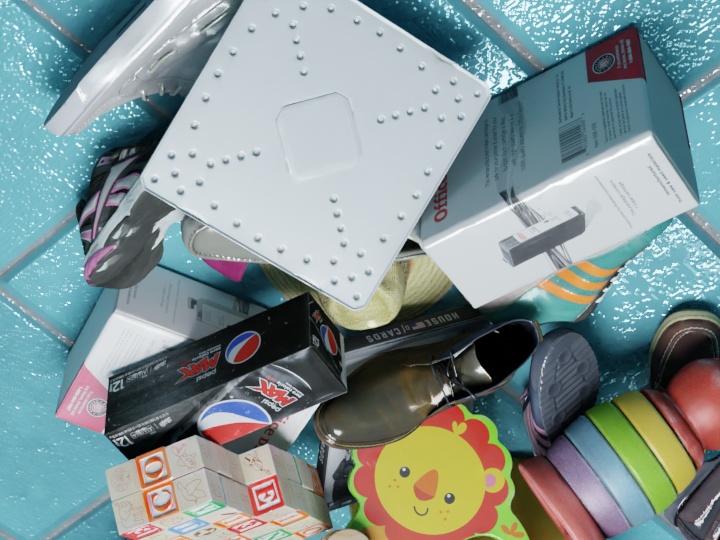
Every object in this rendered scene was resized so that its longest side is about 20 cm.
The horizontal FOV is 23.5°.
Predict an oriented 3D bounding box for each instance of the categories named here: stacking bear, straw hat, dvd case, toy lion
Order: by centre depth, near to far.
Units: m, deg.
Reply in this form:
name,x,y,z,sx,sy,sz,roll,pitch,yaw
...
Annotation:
name,x,y,z,sx,sy,sz,roll,pitch,yaw
straw hat,0.000,0.000,1.447,0.200,0.085,0.201,1,131,1
stacking bear,0.245,0.151,1.471,0.200,0.121,0.114,-36,115,-2
toy lion,0.068,0.216,1.493,0.200,0.069,0.192,37,81,1
dvd case,0.035,0.124,1.548,0.150,0.025,0.200,-14,134,-24

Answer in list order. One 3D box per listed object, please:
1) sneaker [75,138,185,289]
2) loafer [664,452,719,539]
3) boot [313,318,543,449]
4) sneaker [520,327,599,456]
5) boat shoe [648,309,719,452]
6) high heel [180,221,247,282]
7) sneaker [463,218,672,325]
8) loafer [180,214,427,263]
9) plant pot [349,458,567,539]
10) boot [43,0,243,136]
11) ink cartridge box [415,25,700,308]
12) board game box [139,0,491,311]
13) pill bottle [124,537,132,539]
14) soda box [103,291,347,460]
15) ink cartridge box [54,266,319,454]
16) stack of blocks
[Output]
name,x,y,z,sx,sy,sz,roll,pitch,yaw
sneaker,-0.177,-0.072,1.388,0.080,0.086,0.200,2,144,-47
loafer,0.362,0.171,1.559,0.200,0.063,0.072,-49,144,11
boot,0.058,0.086,1.428,0.200,0.075,0.097,-22,170,-28
sneaker,0.166,0.113,1.532,0.070,0.082,0.200,-30,137,-18
boat shoe,0.291,0.124,1.552,0.072,0.072,0.200,4,130,-1
high heel,-0.064,-0.063,1.404,0.200,0.067,0.096,-25,113,38
sneaker,0.186,-0.008,1.451,0.200,0.072,0.080,-29,128,29
loafer,-0.040,-0.031,1.355,0.199,0.070,0.070,-7,142,-7
plant pot,0.131,0.291,1.631,0.200,0.194,0.196,-30,124,11
boot,-0.152,-0.150,1.330,0.096,0.074,0.200,39,120,-19
ink cartridge box,0.148,-0.079,1.337,0.200,0.144,0.084,-25,125,22
board game box,-0.033,-0.102,1.298,0.200,0.026,0.200,30,92,-17
pill bottle,-0.176,0.313,1.641,0.113,0.200,0.113,1,130,1
soda box,-0.112,0.095,1.433,0.200,0.071,0.063,-24,129,17
ink cartridge box,-0.149,0.093,1.531,0.200,0.083,0.147,22,127,-16
stack of blocks,-0.116,0.195,1.470,0.115,0.059,0.200,-23,156,13
